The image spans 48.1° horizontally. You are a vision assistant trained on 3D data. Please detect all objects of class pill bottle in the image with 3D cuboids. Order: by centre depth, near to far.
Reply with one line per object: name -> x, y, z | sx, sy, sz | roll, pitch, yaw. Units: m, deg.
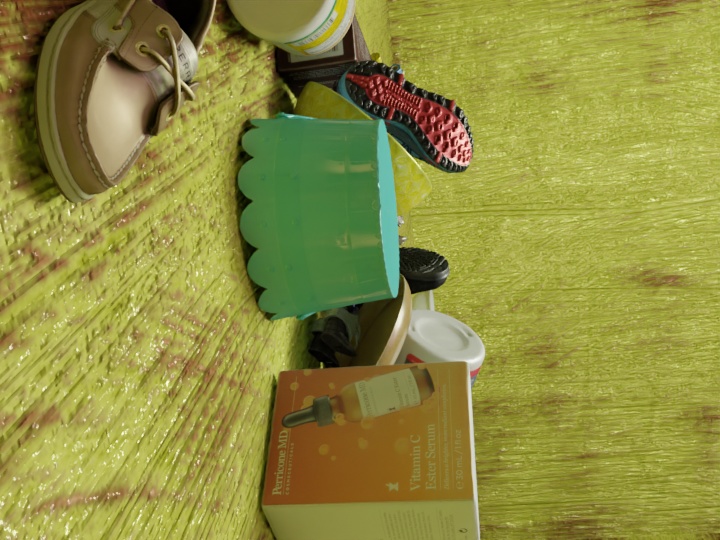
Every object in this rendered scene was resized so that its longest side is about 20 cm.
pill bottle -> -0.063, -0.283, 0.827 | 0.200, 0.110, 0.116 | -49, 134, -78
pill bottle -> 0.072, 0.165, 1.026 | 0.120, 0.117, 0.204 | -77, -175, -66

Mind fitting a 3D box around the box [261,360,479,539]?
box -> 0.015, 0.186, 0.794 | 0.108, 0.195, 0.155 | 78, 10, -47

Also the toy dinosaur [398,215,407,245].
toy dinosaur -> -0.005, -0.061, 1.147 | 0.198, 0.102, 0.079 | 27, 60, -28

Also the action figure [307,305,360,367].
action figure -> -0.018, 0.013, 1.022 | 0.069, 0.129, 0.204 | 30, 59, -31

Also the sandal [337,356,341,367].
sandal -> -0.015, 0.141, 1.169 | 0.200, 0.042, 0.078 | 40, 46, -79

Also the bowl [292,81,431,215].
bowl -> -0.020, -0.121, 0.983 | 0.108, 0.199, 0.200 | -50, 168, -1

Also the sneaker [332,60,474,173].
sneaker -> 0.053, -0.187, 0.996 | 0.081, 0.198, 0.095 | -63, -159, -12

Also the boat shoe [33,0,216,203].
boat shoe -> -0.123, -0.119, 0.450 | 0.075, 0.065, 0.203 | 76, 12, -47

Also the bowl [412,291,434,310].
bowl -> 0.175, 0.157, 2.381 | 0.201, 0.088, 0.206 | -6, 90, -83

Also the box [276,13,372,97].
box -> -0.039, -0.264, 1.041 | 0.200, 0.098, 0.077 | 42, 43, -79

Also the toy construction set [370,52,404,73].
toy construction set -> 0.004, -0.242, 1.228 | 0.203, 0.128, 0.093 | -87, 168, -45

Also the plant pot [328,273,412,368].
plant pot -> 0.009, 0.098, 0.983 | 0.202, 0.027, 0.201 | -57, -168, 19

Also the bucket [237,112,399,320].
bucket -> -0.034, -0.057, 0.821 | 0.207, 0.131, 0.213 | -4, 90, -82

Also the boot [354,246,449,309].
boot -> 0.059, 0.072, 1.099 | 0.065, 0.163, 0.204 | -28, 121, -41
